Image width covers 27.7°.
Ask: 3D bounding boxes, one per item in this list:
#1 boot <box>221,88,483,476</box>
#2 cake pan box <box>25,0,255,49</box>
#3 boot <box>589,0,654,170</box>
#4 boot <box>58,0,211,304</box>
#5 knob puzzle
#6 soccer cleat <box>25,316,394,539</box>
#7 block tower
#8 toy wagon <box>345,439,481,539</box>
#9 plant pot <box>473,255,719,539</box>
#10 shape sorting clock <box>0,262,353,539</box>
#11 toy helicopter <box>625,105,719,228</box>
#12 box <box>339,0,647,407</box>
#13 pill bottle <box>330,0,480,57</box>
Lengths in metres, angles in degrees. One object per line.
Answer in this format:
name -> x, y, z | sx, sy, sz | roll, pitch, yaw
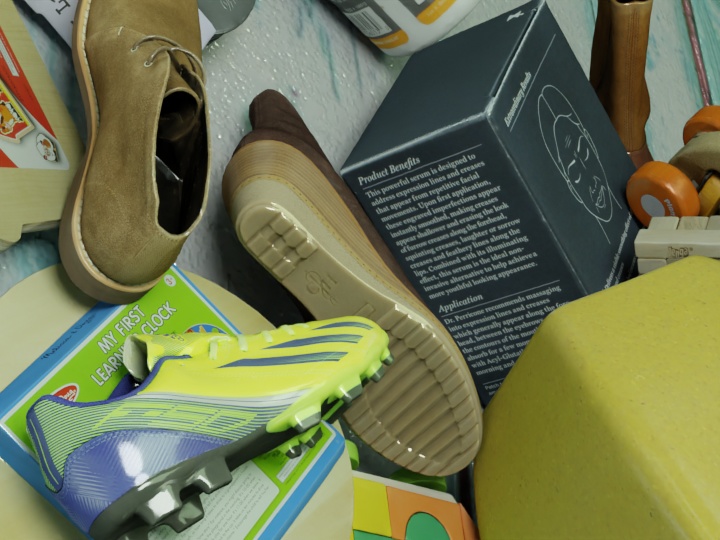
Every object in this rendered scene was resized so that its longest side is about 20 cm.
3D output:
boot -> 0.000, 0.000, 0.796 | 0.201, 0.072, 0.167 | 53, 15, -20
cake pan box -> -0.139, -0.207, 0.800 | 0.200, 0.052, 0.185 | 50, 36, -19
boot -> 0.165, -0.136, 1.005 | 0.189, 0.068, 0.202 | -85, 167, -56
boot -> -0.093, -0.087, 0.687 | 0.073, 0.075, 0.202 | 18, 56, -31
knob puzzle -> -0.208, -0.092, 0.647 | 0.220, 0.030, 0.221 | 47, 24, -28
soccer cleat -> -0.058, 0.049, 0.640 | 0.084, 0.065, 0.199 | 50, 40, 12
block tower -> 0.205, 0.061, 0.874 | 0.058, 0.053, 0.202 | -55, 139, -54
toy wagon -> 0.033, 0.175, 0.759 | 0.199, 0.039, 0.157 | 20, 52, -40
plant pot -> 0.167, 0.112, 0.739 | 0.194, 0.195, 0.201 | -19, 61, -33
shape sorting clock -> -0.090, 0.080, 0.665 | 0.199, 0.039, 0.202 | 23, 47, -27
toy helicopter -> 0.250, 0.002, 0.908 | 0.079, 0.132, 0.201 | -41, 132, -26
box -> 0.099, -0.035, 0.898 | 0.201, 0.106, 0.149 | 58, 35, -21
pill bottle -> -0.008, -0.242, 0.934 | 0.200, 0.116, 0.117 | 42, 40, -23
